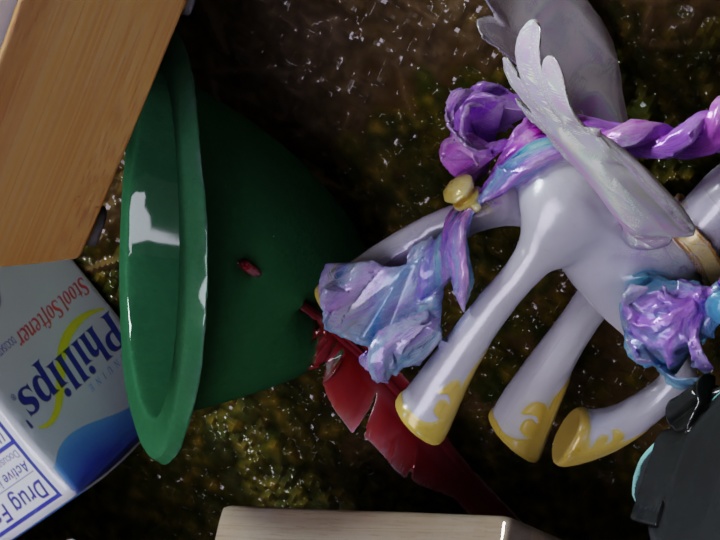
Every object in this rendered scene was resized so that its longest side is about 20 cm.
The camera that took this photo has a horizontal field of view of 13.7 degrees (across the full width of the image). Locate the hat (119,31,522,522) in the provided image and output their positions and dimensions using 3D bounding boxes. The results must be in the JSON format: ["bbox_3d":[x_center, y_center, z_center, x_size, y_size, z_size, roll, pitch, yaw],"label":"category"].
[{"bbox_3d":[0.000,0.000,1.203,0.176,0.166,0.200,0,138,-13],"label":"hat"}]

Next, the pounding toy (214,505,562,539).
[{"bbox_3d":[0.009,0.196,1.155,0.184,0.142,0.200,-2,69,43],"label":"pounding toy"}]

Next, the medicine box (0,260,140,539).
[{"bbox_3d":[-0.217,0.040,1.289,0.182,0.103,0.200,-35,97,33],"label":"medicine box"}]

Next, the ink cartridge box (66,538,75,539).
[{"bbox_3d":[-0.191,0.199,1.271,0.200,0.084,0.145,-12,144,9],"label":"ink cartridge box"}]

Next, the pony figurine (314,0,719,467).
[{"bbox_3d":[0.080,-0.025,1.103,0.193,0.167,0.200,36,112,-28],"label":"pony figurine"}]

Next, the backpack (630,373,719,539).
[{"bbox_3d":[0.223,0.098,1.066,0.200,0.153,0.176,20,123,-30],"label":"backpack"}]

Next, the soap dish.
[{"bbox_3d":[-0.112,-0.108,1.126,0.081,0.200,0.157,18,122,-11],"label":"soap dish"}]
